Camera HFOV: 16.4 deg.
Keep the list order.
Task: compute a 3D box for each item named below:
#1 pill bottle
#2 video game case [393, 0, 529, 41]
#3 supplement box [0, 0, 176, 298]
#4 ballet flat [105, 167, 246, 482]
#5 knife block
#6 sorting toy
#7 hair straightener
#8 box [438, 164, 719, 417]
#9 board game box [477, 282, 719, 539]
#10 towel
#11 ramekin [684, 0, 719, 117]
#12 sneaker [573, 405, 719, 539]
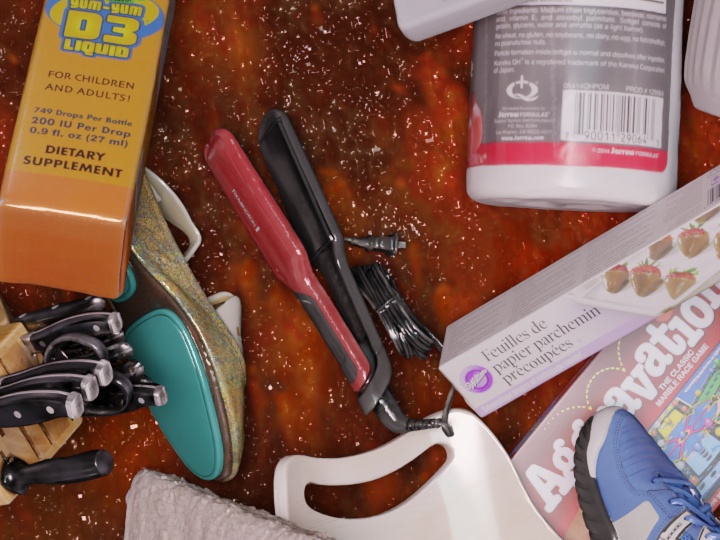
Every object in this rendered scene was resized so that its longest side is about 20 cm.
[{"bbox_3d":[0.112,-0.133,1.284,0.110,0.111,0.201,3,88,-3],"label":"pill bottle"},{"bbox_3d":[0.096,-0.228,1.237,0.199,0.024,0.183,-18,66,21],"label":"video game case"},{"bbox_3d":[-0.135,-0.086,1.245,0.066,0.069,0.201,8,51,-3],"label":"supplement box"},{"bbox_3d":[-0.100,0.011,1.298,0.070,0.071,0.201,-31,92,-3],"label":"ballet flat"},{"bbox_3d":[-0.197,0.081,1.226,0.199,0.176,0.064,-30,111,-3],"label":"knife block"},{"bbox_3d":[0.032,0.167,1.266,0.199,0.107,0.181,-14,82,-29],"label":"sorting toy"},{"bbox_3d":[0.000,0.000,1.295,0.077,0.041,0.200,-25,73,-31],"label":"hair straightener"},{"bbox_3d":[0.129,0.006,1.254,0.200,0.042,0.039,-32,112,26],"label":"box"},{"bbox_3d":[0.163,0.077,1.328,0.103,0.019,0.200,40,87,0],"label":"board game box"},{"bbox_3d":[-0.073,0.178,1.231,0.034,0.200,0.133,11,90,-34],"label":"towel"},{"bbox_3d":[0.257,-0.111,1.254,0.199,0.200,0.106,15,98,-3],"label":"ramekin"},{"bbox_3d":[0.175,0.151,1.252,0.077,0.076,0.201,-40,65,29],"label":"sneaker"}]
